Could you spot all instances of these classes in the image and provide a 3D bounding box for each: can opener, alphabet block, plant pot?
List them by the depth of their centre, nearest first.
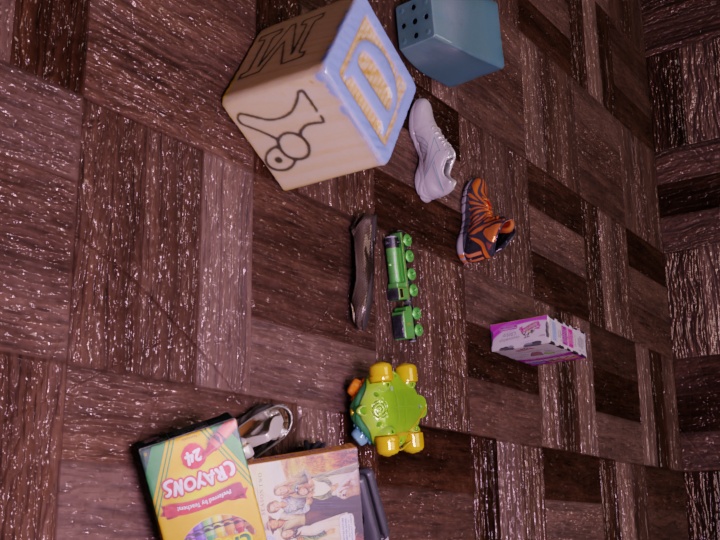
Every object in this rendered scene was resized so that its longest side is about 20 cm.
[{"bbox_3d":[-0.059,-0.268,1.566,0.196,0.198,0.198,56,40,-33],"label":"alphabet block"},{"bbox_3d":[0.037,0.416,1.639,0.053,0.066,0.203,-25,102,-57],"label":"can opener"},{"bbox_3d":[0.166,-0.469,2.030,0.199,0.140,0.144,6,76,-48],"label":"plant pot"}]

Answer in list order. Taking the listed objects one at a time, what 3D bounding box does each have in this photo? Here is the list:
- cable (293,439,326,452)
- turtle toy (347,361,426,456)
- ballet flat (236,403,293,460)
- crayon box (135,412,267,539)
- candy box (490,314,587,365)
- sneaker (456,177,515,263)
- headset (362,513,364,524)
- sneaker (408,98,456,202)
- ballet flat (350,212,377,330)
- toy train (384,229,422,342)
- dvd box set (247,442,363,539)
[{"bbox_3d":[-0.072,0.347,1.508,0.164,0.050,0.202,52,41,-35],"label":"cable"},{"bbox_3d":[0.045,0.227,1.673,0.199,0.100,0.148,10,72,-56],"label":"turtle toy"},{"bbox_3d":[-0.159,0.234,1.394,0.200,0.063,0.068,-35,110,-54],"label":"ballet flat"},{"bbox_3d":[-0.193,0.295,1.278,0.125,0.051,0.203,-16,96,-17],"label":"crayon box"},{"bbox_3d":[0.379,0.150,2.173,0.199,0.135,0.062,21,62,-53],"label":"candy box"},{"bbox_3d":[0.265,-0.107,2.093,0.077,0.111,0.203,38,51,-45],"label":"sneaker"},{"bbox_3d":[-0.059,0.357,1.449,0.123,0.093,0.203,29,48,-49],"label":"headset"},{"bbox_3d":[0.144,-0.237,1.977,0.070,0.079,0.204,2,78,-54],"label":"sneaker"},{"bbox_3d":[0.000,0.000,1.728,0.067,0.046,0.203,73,20,-77],"label":"ballet flat"},{"bbox_3d":[0.072,0.028,1.830,0.056,0.041,0.203,-2,83,-46],"label":"toy train"},{"bbox_3d":[-0.095,0.317,1.357,0.197,0.029,0.149,-5,94,-19],"label":"dvd box set"}]
